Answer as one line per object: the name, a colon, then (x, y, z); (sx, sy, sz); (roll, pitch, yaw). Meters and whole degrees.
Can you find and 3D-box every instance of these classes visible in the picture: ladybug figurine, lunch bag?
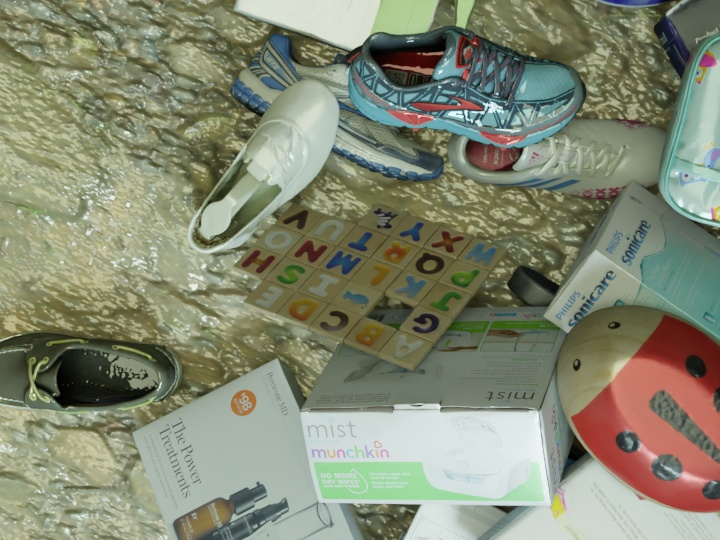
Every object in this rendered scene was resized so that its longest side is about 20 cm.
ladybug figurine: (0.242, 0.111, 1.381); (0.200, 0.072, 0.136); (39, 92, -1)
lunch bag: (0.337, -0.091, 1.370); (0.200, 0.077, 0.161); (16, 94, 5)

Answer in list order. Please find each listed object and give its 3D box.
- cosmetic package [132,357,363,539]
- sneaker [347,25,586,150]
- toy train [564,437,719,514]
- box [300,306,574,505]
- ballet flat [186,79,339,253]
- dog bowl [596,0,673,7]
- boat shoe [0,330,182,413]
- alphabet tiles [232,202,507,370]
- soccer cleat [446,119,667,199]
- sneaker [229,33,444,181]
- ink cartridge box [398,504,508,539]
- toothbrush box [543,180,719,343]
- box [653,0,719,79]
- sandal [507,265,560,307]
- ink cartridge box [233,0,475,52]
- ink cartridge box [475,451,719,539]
cosmetic package: (-0.095, 0.198, 1.545); (0.151, 0.052, 0.200); (-27, 64, 4)
sneaker: (0.087, -0.155, 1.461); (0.200, 0.096, 0.079); (3, 68, 3)
toy train: (0.234, 0.194, 1.540); (0.200, 0.087, 0.114); (42, 87, 3)
box: (0.074, 0.108, 1.472); (0.200, 0.177, 0.097); (-2, 117, 17)
ballet flat: (-0.087, -0.080, 1.520); (0.069, 0.069, 0.200); (44, 125, 2)
dog bowl: (0.238, -0.328, 1.515); (0.200, 0.079, 0.201); (0, 93, 5)
boat shoe: (-0.263, 0.092, 1.588); (0.201, 0.060, 0.072); (0, 93, 5)
alphabet tiles: (0.000, 0.000, 1.520); (0.200, 0.167, 0.008); (20, 137, 24)
soccer cleat: (0.173, -0.097, 1.528); (0.200, 0.086, 0.070); (1, 93, 5)
sneaker: (-0.011, -0.144, 1.549); (0.200, 0.077, 0.085); (27, 91, 3)
ink cartridge box: (0.120, 0.285, 1.548); (0.200, 0.045, 0.176); (27, 112, 3)
toothbrush box: (0.271, 0.035, 1.485); (0.200, 0.146, 0.085); (35, 124, 1)
box: (0.339, -0.150, 1.481); (0.104, 0.148, 0.200); (-30, 89, 6)
sandal: (0.212, 0.067, 1.543); (0.200, 0.076, 0.043); (34, 102, 13)
ink cartridge box: (0.000, -0.242, 1.550); (0.200, 0.059, 0.104); (19, 95, 4)
ink cartridge box: (0.193, 0.237, 1.450); (0.200, 0.086, 0.148); (-37, 86, -3)
